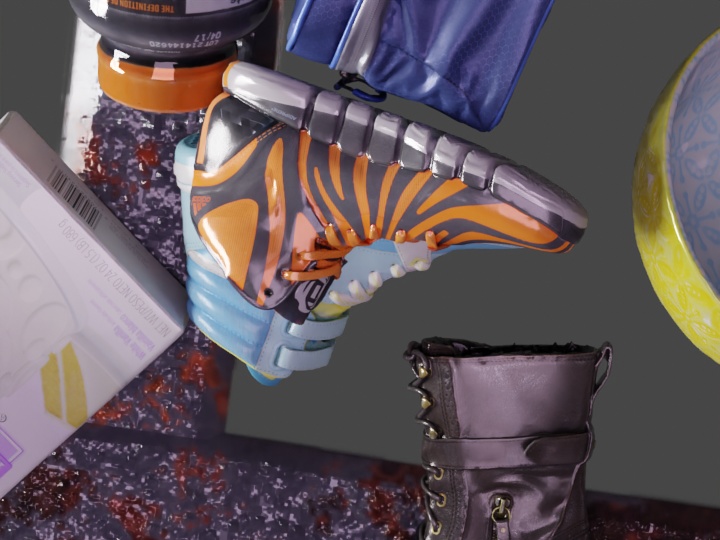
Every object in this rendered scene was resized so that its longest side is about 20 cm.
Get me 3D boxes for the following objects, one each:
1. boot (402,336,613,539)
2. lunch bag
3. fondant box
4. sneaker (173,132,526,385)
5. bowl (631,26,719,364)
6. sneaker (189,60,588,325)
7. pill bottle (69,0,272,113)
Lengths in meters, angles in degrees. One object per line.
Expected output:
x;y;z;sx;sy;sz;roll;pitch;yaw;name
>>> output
0.044;0.121;1.429;0.198;0.069;0.176;-8;101;1;boot
0.036;-0.171;1.295;0.132;0.136;0.201;24;108;-4;lunch bag
-0.207;0.037;1.411;0.200;0.058;0.144;-41;101;14;fondant box
0.000;0.000;1.381;0.198;0.080;0.132;7;106;11;sneaker
0.209;-0.019;1.337;0.200;0.201;0.108;38;148;-9;bowl
0.007;-0.020;1.296;0.199;0.077;0.113;21;94;21;sneaker
-0.092;-0.180;1.305;0.105;0.106;0.201;5;119;1;pill bottle
